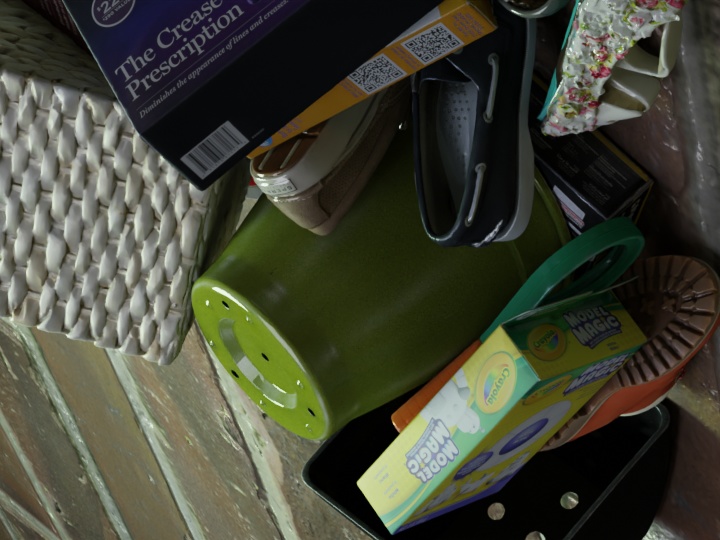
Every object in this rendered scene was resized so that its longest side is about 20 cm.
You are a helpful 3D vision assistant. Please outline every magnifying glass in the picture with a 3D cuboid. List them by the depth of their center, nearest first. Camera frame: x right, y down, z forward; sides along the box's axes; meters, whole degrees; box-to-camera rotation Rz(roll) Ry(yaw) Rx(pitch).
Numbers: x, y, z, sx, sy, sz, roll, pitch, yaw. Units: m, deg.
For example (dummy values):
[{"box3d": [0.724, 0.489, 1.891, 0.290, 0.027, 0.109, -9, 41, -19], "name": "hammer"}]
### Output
[{"box3d": [0.097, 0.037, 1.441, 0.022, 0.200, 0.079, 56, -160, 19], "name": "magnifying glass"}]

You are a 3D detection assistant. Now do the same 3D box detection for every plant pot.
[{"box3d": [0.000, 0.000, 1.481, 0.200, 0.193, 0.201, 41, 157, 22], "name": "plant pot"}, {"box3d": [0.112, 0.166, 1.705, 0.199, 0.200, 0.178, 35, 167, 33], "name": "plant pot"}]

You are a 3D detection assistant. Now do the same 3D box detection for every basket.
[{"box3d": [-0.173, -0.076, 1.518, 0.196, 0.161, 0.201, 15, 121, 0], "name": "basket"}]

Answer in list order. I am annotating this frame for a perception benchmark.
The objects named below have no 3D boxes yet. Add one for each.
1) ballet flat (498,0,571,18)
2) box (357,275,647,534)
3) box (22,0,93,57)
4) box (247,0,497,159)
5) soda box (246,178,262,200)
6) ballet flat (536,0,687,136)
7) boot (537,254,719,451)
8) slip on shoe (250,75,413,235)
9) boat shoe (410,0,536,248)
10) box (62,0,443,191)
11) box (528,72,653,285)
[{"box3d": [0.056, -0.227, 1.284, 0.067, 0.064, 0.200, -32, 101, 41], "name": "ballet flat"}, {"box3d": [0.095, 0.081, 1.446, 0.048, 0.117, 0.200, 53, 130, 19], "name": "box"}, {"box3d": [-0.145, -0.269, 1.430, 0.164, 0.200, 0.166, 36, 157, 29], "name": "box"}, {"box3d": [-0.024, -0.153, 1.361, 0.041, 0.199, 0.120, 35, -145, -53], "name": "box"}, {"box3d": [-0.118, -0.097, 1.703, 0.199, 0.064, 0.068, 9, -164, -47], "name": "soda box"}, {"box3d": [0.143, -0.120, 1.300, 0.064, 0.076, 0.200, 28, 160, 7], "name": "ballet flat"}, {"box3d": [0.184, 0.047, 1.507, 0.200, 0.107, 0.076, -42, 65, 45], "name": "boot"}, {"box3d": [0.006, -0.111, 1.412, 0.076, 0.201, 0.061, -3, 138, 45], "name": "slip on shoe"}, {"box3d": [0.062, -0.114, 1.365, 0.075, 0.060, 0.202, -5, 94, 50], "name": "boat shoe"}, {"box3d": [-0.058, -0.167, 1.307, 0.079, 0.199, 0.142, 43, -168, -53], "name": "box"}, {"box3d": [0.091, -0.073, 1.510, 0.200, 0.049, 0.160, 43, 156, 15], "name": "box"}]
